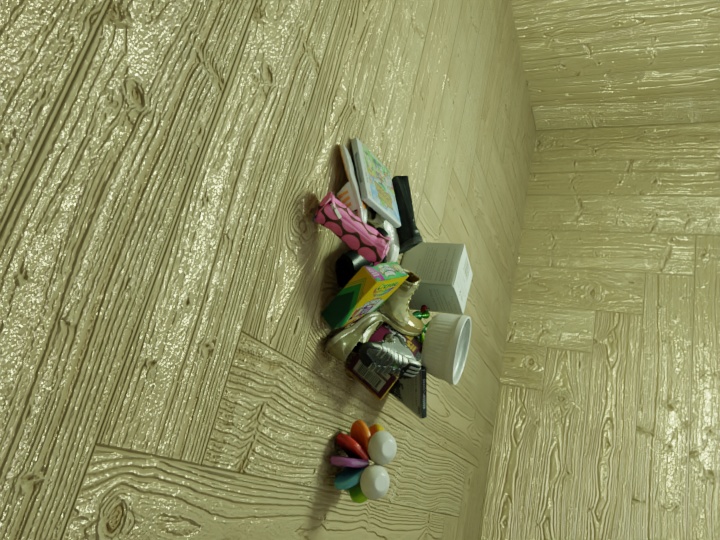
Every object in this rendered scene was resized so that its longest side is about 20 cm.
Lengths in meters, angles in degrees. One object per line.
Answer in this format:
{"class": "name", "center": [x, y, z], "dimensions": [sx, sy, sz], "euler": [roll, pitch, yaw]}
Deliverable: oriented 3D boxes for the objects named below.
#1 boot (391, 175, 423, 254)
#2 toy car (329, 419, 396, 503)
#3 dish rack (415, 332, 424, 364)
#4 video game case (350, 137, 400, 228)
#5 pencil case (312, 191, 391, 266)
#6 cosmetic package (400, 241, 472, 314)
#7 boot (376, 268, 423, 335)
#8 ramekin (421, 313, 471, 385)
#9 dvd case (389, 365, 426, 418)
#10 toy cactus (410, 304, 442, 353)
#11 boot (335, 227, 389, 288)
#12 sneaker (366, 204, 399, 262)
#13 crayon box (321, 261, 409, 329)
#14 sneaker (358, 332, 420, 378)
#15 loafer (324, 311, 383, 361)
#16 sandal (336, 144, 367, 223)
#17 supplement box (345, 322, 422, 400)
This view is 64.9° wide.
{"class": "boot", "center": [0.105, -0.158, 1.672], "dimensions": [0.065, 0.164, 0.205], "euler": [-9, 79, -37]}
{"class": "toy car", "center": [-0.008, 0.494, 1.478], "dimensions": [0.148, 0.174, 0.204], "euler": [25, 67, -25]}
{"class": "dish rack", "center": [0.167, 0.255, 1.859], "dimensions": [0.198, 0.054, 0.158], "euler": [-18, 108, -51]}
{"class": "video game case", "center": [0.044, -0.231, 1.510], "dimensions": [0.199, 0.022, 0.186], "euler": [32, 43, -56]}
{"class": "pencil case", "center": [-0.016, -0.095, 1.321], "dimensions": [0.198, 0.093, 0.092], "euler": [35, 67, -12]}
{"class": "cosmetic package", "center": [0.245, 0.023, 1.850], "dimensions": [0.168, 0.196, 0.169], "euler": [60, 41, -47]}
{"class": "boot", "center": [0.128, 0.086, 1.576], "dimensions": [0.197, 0.156, 0.073], "euler": [29, 25, -19]}
{"class": "ramekin", "center": [0.251, 0.222, 1.662], "dimensions": [0.200, 0.103, 0.205], "euler": [12, 90, -69]}
{"class": "dvd case", "center": [0.139, 0.335, 1.710], "dimensions": [0.024, 0.199, 0.154], "euler": [-8, 104, -25]}
{"class": "toy cactus", "center": [0.176, 0.164, 1.781], "dimensions": [0.103, 0.164, 0.201], "euler": [-51, -173, 41]}
{"class": "boot", "center": [0.000, 0.000, 1.494], "dimensions": [0.167, 0.076, 0.203], "euler": [-38, 151, -35]}
{"class": "sneaker", "center": [0.054, -0.119, 1.594], "dimensions": [0.115, 0.072, 0.205], "euler": [-4, 88, -62]}
{"class": "crayon box", "center": [0.015, 0.060, 1.431], "dimensions": [0.173, 0.059, 0.199], "euler": [-47, 164, 23]}
{"class": "sneaker", "center": [0.061, 0.202, 1.454], "dimensions": [0.198, 0.075, 0.117], "euler": [28, 26, -34]}
{"class": "loafer", "center": [-0.008, 0.173, 1.451], "dimensions": [0.198, 0.068, 0.076], "euler": [-29, 165, -38]}
{"class": "sandal", "center": [-0.033, -0.207, 1.421], "dimensions": [0.079, 0.058, 0.212], "euler": [4, 69, -79]}
{"class": "supplement box", "center": [0.069, 0.240, 1.568], "dimensions": [0.104, 0.130, 0.200], "euler": [-57, 170, 31]}
